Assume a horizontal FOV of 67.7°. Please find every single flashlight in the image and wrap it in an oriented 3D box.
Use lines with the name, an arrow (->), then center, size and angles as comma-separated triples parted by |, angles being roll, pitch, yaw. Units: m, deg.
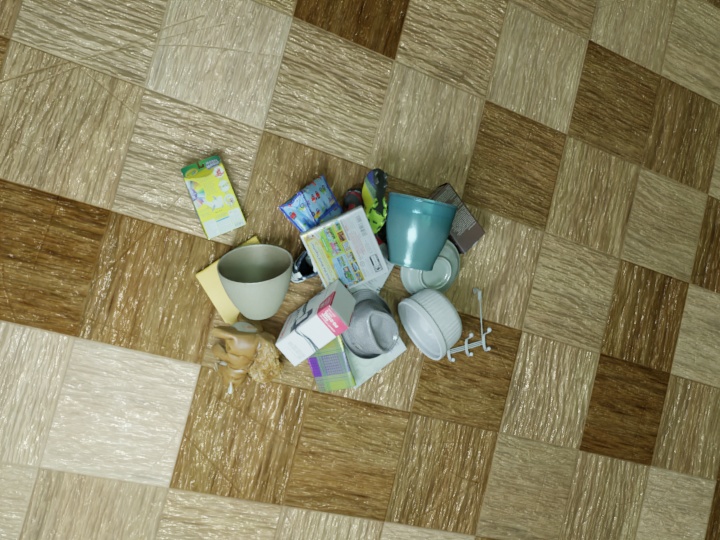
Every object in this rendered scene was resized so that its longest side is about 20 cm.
flashlight -> -0.030, -0.168, 1.503 | 0.067, 0.201, 0.069 | -27, 110, 25

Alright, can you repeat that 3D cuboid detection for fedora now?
fedora -> 0.038, 0.159, 1.497 | 0.176, 0.090, 0.202 | -42, 115, -24

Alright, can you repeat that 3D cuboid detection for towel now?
towel -> -0.094, 0.244, 1.532 | 0.023, 0.141, 0.205 | -25, 98, -57

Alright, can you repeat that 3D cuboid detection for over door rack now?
over door rack -> 0.330, 0.171, 1.683 | 0.144, 0.066, 0.206 | -12, 94, -17

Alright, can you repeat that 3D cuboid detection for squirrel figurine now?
squirrel figurine -> -0.303, 0.242, 1.435 | 0.196, 0.142, 0.191 | 20, 108, 7

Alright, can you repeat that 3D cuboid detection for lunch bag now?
lunch bag -> -0.109, -0.138, 1.493 | 0.093, 0.151, 0.202 | -27, 103, 31

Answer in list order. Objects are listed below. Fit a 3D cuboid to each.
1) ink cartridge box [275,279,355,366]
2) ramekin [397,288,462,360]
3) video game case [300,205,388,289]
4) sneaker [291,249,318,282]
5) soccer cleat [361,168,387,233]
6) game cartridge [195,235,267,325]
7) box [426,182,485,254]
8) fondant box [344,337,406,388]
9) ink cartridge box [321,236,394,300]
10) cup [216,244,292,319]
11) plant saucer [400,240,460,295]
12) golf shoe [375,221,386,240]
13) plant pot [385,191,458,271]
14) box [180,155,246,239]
ink cartridge box -> -0.117, 0.138, 1.420 | 0.198, 0.146, 0.085 | -36, 106, 22
ramekin -> 0.210, 0.151, 1.579 | 0.104, 0.199, 0.203 | -32, 99, -18
video game case -> -0.040, -0.047, 1.427 | 0.178, 0.023, 0.203 | -23, 117, 4
sneaker -> -0.116, -0.038, 1.511 | 0.197, 0.129, 0.081 | -32, 100, -14
soccer cleat -> 0.033, -0.186, 1.492 | 0.064, 0.083, 0.205 | 20, 65, -29
game cartridge -> -0.331, 0.032, 1.501 | 0.198, 0.032, 0.179 | -33, 100, -12
box -> 0.286, -0.160, 1.663 | 0.100, 0.075, 0.201 | -41, 100, -13
fondant box -> 0.018, 0.228, 1.593 | 0.198, 0.058, 0.146 | -35, 100, -15
ink cartridge box -> 0.000, 0.000, 1.560 | 0.143, 0.083, 0.203 | 34, 80, -25
cup -> -0.272, 0.041, 1.420 | 0.195, 0.201, 0.146 | -10, 123, -16
plant saucer -> 0.219, 0.000, 1.620 | 0.195, 0.050, 0.205 | -7, 115, -14
golf shoe -> 0.136, -0.103, 1.622 | 0.195, 0.078, 0.097 | 15, 94, -8
plant pot -> 0.157, -0.104, 1.494 | 0.195, 0.200, 0.193 | 9, 97, -16
box -> -0.402, -0.199, 1.465 | 0.115, 0.048, 0.204 | -22, 99, -15
